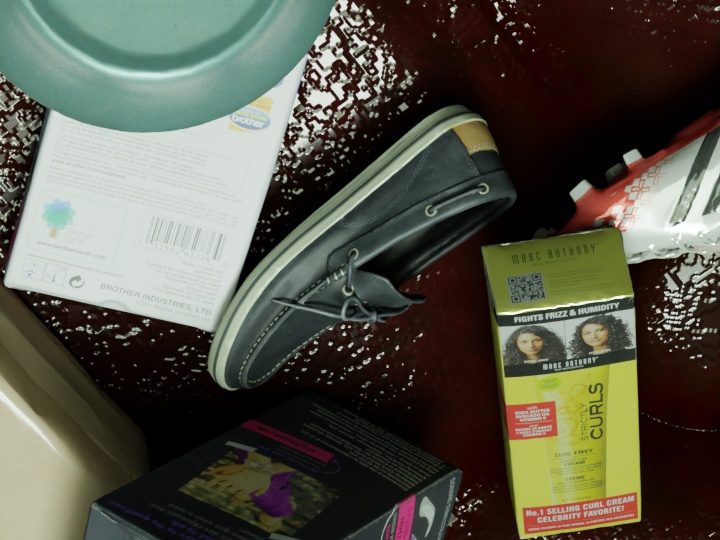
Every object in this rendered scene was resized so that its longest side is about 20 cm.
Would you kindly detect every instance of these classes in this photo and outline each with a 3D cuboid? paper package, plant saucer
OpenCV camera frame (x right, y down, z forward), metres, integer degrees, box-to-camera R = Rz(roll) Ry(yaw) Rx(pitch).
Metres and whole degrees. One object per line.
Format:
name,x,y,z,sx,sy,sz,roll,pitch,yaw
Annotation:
paper package,-0.237,0.109,1.297,0.200,0.104,0.191,-35,115,11
plant saucer,-0.101,-0.165,1.171,0.199,0.036,0.201,-1,97,-10

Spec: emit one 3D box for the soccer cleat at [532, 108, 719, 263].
soccer cleat,0.175,-0.034,1.271,0.200,0.069,0.085,-36,82,8

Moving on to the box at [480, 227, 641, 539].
box,0.109,0.063,1.297,0.075,0.050,0.200,-8,140,0

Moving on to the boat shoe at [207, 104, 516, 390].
boat shoe,0.000,0.000,1.275,0.200,0.075,0.062,-42,72,12

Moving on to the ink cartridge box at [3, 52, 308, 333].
ink cartridge box,-0.102,-0.072,1.252,0.119,0.042,0.201,13,117,-11

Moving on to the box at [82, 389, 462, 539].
box,-0.051,0.160,1.276,0.106,0.200,0.123,27,118,25
